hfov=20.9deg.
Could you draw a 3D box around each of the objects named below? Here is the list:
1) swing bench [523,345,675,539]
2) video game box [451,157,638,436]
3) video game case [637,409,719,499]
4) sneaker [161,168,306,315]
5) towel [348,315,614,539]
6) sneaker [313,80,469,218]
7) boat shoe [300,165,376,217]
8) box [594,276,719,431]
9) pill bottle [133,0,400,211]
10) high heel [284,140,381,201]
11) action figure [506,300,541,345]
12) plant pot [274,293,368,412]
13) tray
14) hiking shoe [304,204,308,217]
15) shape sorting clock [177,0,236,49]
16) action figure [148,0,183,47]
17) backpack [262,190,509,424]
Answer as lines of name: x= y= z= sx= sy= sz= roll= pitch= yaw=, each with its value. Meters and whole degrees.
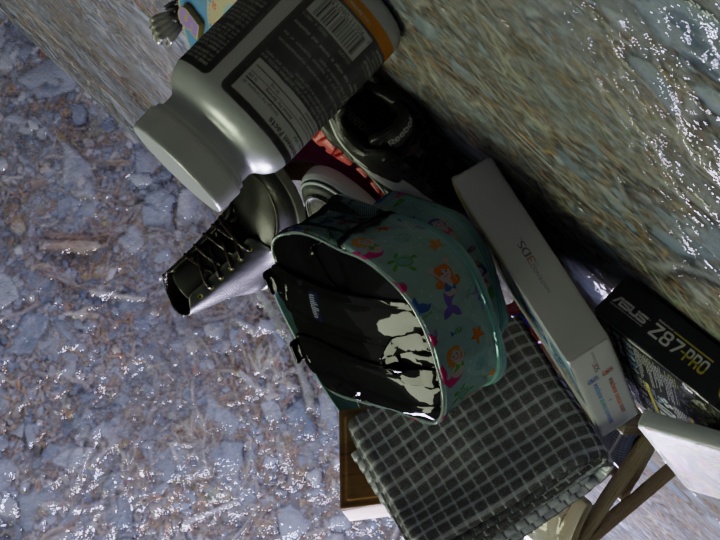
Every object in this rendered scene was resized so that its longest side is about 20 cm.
swing bench: x=0.188 y=0.159 z=1.858 sx=0.199 sy=0.200 sz=0.130 roll=38 pitch=171 yaw=35
video game box: x=0.158 y=0.024 z=1.657 sx=0.200 sy=0.047 sz=0.182 roll=59 pitch=-177 yaw=28
video game case: x=0.334 y=0.171 z=1.568 sx=0.200 sy=0.018 sz=0.143 roll=14 pitch=160 yaw=34
sneaker: x=-0.117 y=-0.022 z=1.800 sx=0.075 sy=0.106 sz=0.200 roll=53 pitch=153 yaw=20
towel: x=0.100 y=0.157 z=1.721 sx=0.166 sy=0.200 sz=0.086 roll=58 pitch=-177 yaw=27
sneaker: x=0.039 y=-0.099 z=1.697 sx=0.200 sy=0.071 sz=0.098 roll=39 pitch=166 yaw=-10
boat shoe: x=0.000 y=0.000 z=1.752 sx=0.072 sy=0.071 sz=0.200 roll=-7 pitch=123 yaw=50
box: x=0.279 y=0.102 z=1.634 sx=0.161 sy=0.049 sz=0.200 roll=42 pitch=173 yaw=27
pill bottle: x=-0.073 y=-0.149 z=1.509 sx=0.116 sy=0.200 sz=0.116 roll=43 pitch=173 yaw=6
high heel: x=-0.030 y=-0.072 z=1.790 sx=0.199 sy=0.096 sz=0.067 roll=8 pitch=164 yaw=9
action figure: x=0.119 y=0.072 z=1.817 sx=0.066 sy=0.200 sz=0.052 roll=59 pitch=-169 yaw=-30
plant pot: x=0.012 y=0.046 z=1.935 sx=0.201 sy=0.134 sz=0.200 roll=57 pitch=170 yaw=16
tray: x=0.080 y=0.167 z=1.795 sx=0.037 sy=0.199 sz=0.099 roll=57 pitch=-152 yaw=-58
hiking shoe: x=0.028 y=-0.030 z=1.821 sx=0.199 sy=0.087 sz=0.074 roll=10 pitch=156 yaw=28
shape sorting clock: x=-0.105 y=-0.205 z=1.708 sx=0.200 sy=0.039 sz=0.200 roll=34 pitch=139 yaw=36
action figure: x=-0.134 y=-0.218 z=1.855 sx=0.119 sy=0.102 sz=0.200 roll=53 pitch=173 yaw=-17
backpack: x=0.036 y=0.031 z=1.634 sx=0.200 sy=0.150 sz=0.178 roll=23 pitch=136 yaw=56
